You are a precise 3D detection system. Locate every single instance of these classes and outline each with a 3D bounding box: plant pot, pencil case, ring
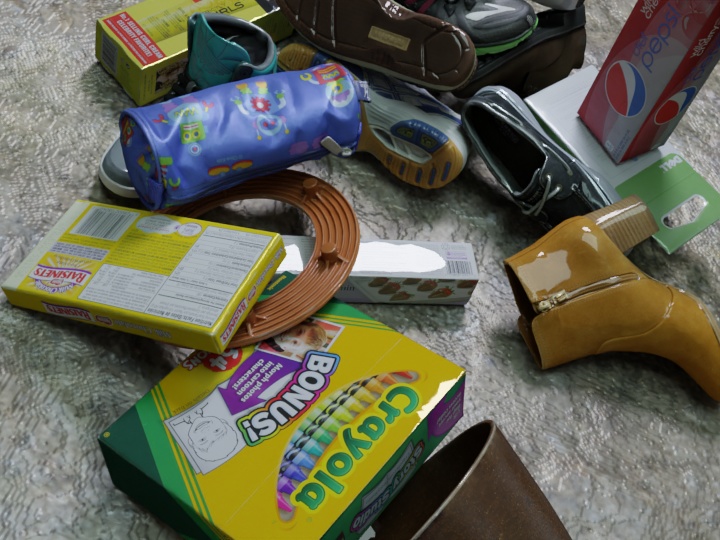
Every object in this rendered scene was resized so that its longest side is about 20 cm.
[{"bbox_3d":[0.084,0.233,0.635,0.200,0.187,0.187,47,55,2],"label":"plant pot"},{"bbox_3d":[-0.089,-0.107,0.809,0.197,0.079,0.088,-18,58,-23],"label":"pencil case"},{"bbox_3d":[-0.098,-0.019,0.792,0.196,0.019,0.203,-8,43,7],"label":"ring"}]

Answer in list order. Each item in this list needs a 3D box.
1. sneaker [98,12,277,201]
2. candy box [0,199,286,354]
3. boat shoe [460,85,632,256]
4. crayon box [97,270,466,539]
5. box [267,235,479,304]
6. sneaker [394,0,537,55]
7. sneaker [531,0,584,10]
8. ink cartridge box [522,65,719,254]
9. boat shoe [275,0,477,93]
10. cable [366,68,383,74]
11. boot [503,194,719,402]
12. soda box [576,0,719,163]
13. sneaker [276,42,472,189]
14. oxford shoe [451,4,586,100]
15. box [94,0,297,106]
[{"bbox_3d":[-0.138,-0.149,0.857,0.083,0.122,0.200,37,54,12],"label":"sneaker"},{"bbox_3d":[-0.161,0.000,0.754,0.197,0.027,0.103,10,51,26],"label":"candy box"},{"bbox_3d":[0.158,-0.077,0.906,0.200,0.072,0.071,47,37,10],"label":"boat shoe"},{"bbox_3d":[-0.050,0.108,0.710,0.171,0.059,0.200,26,51,28],"label":"crayon box"},{"bbox_3d":[0.000,0.000,0.843,0.196,0.039,0.042,1,53,-15],"label":"box"},{"bbox_3d":[0.070,-0.263,0.928,0.197,0.084,0.077,26,55,5],"label":"sneaker"},{"bbox_3d":[0.129,-0.305,0.998,0.199,0.075,0.087,35,60,16],"label":"sneaker"},{"bbox_3d":[0.241,-0.093,0.964,0.103,0.060,0.201,-27,67,-30],"label":"ink cartridge box"},{"bbox_3d":[0.013,-0.211,0.914,0.200,0.075,0.076,33,96,15],"label":"boat shoe"},{"bbox_3d":[0.032,-0.282,1.029,0.196,0.070,0.203,-9,62,-24],"label":"cable"},{"bbox_3d":[0.214,0.051,0.857,0.142,0.071,0.204,-29,90,-7],"label":"boot"},{"bbox_3d":[0.262,-0.187,0.871,0.063,0.201,0.071,-21,62,-26],"label":"soda box"},{"bbox_3d":[0.014,-0.149,0.944,0.198,0.076,0.088,34,38,5],"label":"sneaker"},{"bbox_3d":[0.160,-0.196,0.995,0.198,0.086,0.072,-26,24,-33],"label":"oxford shoe"},{"bbox_3d":[-0.147,-0.230,0.956,0.199,0.050,0.075,-32,70,-31],"label":"box"}]
